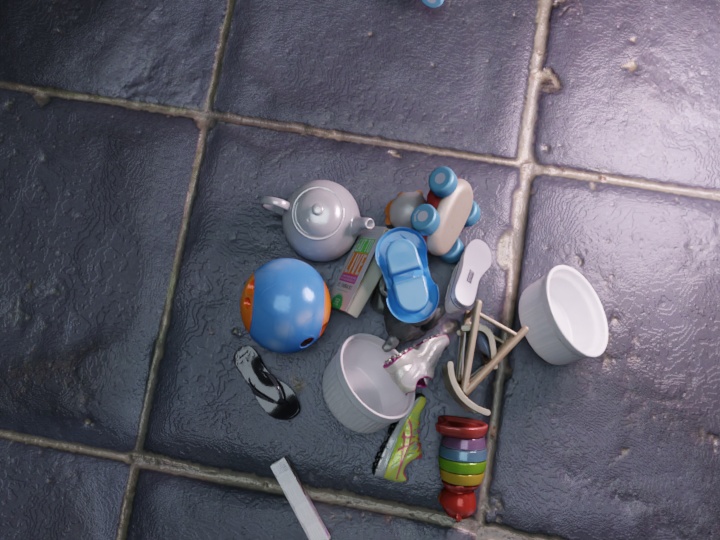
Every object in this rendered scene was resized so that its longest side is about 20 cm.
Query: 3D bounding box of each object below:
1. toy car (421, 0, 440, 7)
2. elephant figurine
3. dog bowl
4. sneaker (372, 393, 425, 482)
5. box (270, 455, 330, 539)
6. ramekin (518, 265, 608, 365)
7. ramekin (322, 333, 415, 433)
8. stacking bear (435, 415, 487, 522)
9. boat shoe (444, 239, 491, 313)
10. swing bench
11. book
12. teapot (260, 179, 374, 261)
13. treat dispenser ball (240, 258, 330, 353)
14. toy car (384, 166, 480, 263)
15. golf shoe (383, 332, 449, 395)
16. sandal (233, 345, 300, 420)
[{"bbox_3d":[0.118,-0.747,1.683,0.196,0.177,0.188,5,64,36],"label":"toy car"},{"bbox_3d":[0.085,0.051,1.559,0.141,0.154,0.202,-44,68,28],"label":"elephant figurine"},{"bbox_3d":[0.098,0.013,1.466,0.109,0.050,0.205,-15,76,4],"label":"dog bowl"},{"bbox_3d":[0.103,0.367,1.527,0.089,0.078,0.203,26,88,-1],"label":"sneaker"},{"bbox_3d":[-0.132,0.504,1.527,0.041,0.039,0.202,-31,80,-1],"label":"box"},{"bbox_3d":[0.427,0.101,1.491,0.198,0.097,0.205,22,53,-32],"label":"ramekin"},{"bbox_3d":[0.010,0.247,1.487,0.201,0.199,0.105,51,126,9],"label":"ramekin"},{"bbox_3d":[0.212,0.426,1.493,0.111,0.121,0.206,4,90,11],"label":"stacking bear"},{"bbox_3d":[0.235,0.015,1.559,0.071,0.066,0.202,33,51,-13],"label":"boat shoe"},{"bbox_3d":[0.245,0.191,1.479,0.128,0.199,0.203,27,82,7],"label":"swing bench"},{"bbox_3d":[0.000,0.000,1.563,0.048,0.133,0.203,31,82,-26],"label":"book"},{"bbox_3d":[-0.095,-0.121,1.575,0.198,0.146,0.200,-31,80,-2],"label":"teapot"},{"bbox_3d":[-0.162,0.077,1.517,0.195,0.201,0.206,0,80,3],"label":"treat dispenser ball"},{"bbox_3d":[0.138,-0.140,1.579,0.197,0.184,0.180,21,81,35],"label":"toy car"},{"bbox_3d":[0.133,0.201,1.512,0.198,0.075,0.093,-22,80,-42],"label":"golf shoe"},{"bbox_3d":[-0.217,0.257,1.570,0.076,0.043,0.200,-44,81,-4],"label":"sandal"}]
